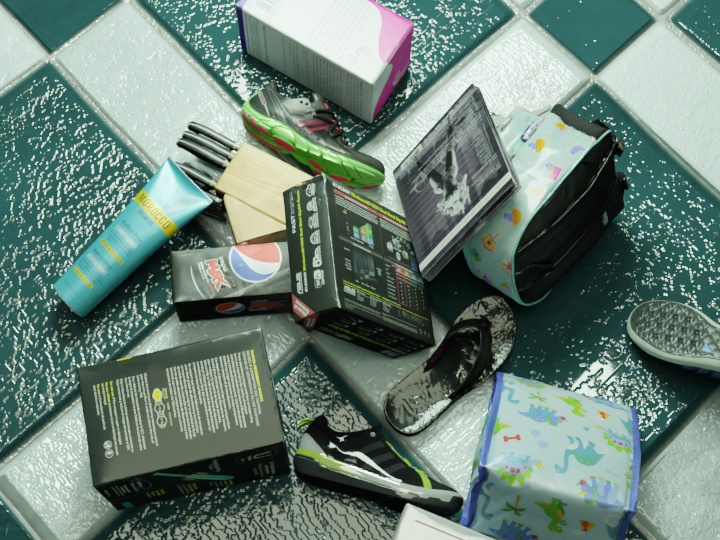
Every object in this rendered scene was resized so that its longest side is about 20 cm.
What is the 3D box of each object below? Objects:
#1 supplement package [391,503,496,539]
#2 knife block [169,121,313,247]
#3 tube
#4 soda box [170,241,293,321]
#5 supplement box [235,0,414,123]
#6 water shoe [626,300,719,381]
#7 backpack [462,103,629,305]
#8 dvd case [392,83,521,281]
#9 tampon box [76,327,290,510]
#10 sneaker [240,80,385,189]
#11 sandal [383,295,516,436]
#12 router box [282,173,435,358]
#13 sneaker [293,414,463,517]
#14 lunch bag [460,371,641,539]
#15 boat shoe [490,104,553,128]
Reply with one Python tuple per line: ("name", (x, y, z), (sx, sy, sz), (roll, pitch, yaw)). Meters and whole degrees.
("supplement package", (0.059, 0.361, 1.225), (0.112, 0.110, 0.202), (21, 69, 7))
("knife block", (-0.122, -0.109, 1.428), (0.197, 0.064, 0.178), (-16, 70, -6))
("tube", (-0.265, -0.034, 1.381), (0.077, 0.050, 0.200), (44, 87, 8))
("soda box", (-0.116, 0.011, 1.378), (0.196, 0.071, 0.064), (-5, 68, -4))
("supplement box", (-0.043, -0.288, 1.479), (0.198, 0.104, 0.102), (31, 70, 12))
("water shoe", (0.394, 0.098, 1.357), (0.198, 0.079, 0.072), (20, 64, 34))
("backpack", (0.195, -0.070, 1.364), (0.152, 0.176, 0.201), (26, 70, 27))
("dvd case", (0.103, -0.102, 1.342), (0.016, 0.149, 0.201), (29, 28, -29))
("tampon box", (-0.183, 0.160, 1.277), (0.196, 0.150, 0.128), (-12, 70, -6))
("sneaker", (-0.050, -0.167, 1.446), (0.198, 0.077, 0.084), (32, 75, 10))
("sandal", (0.108, 0.106, 1.358), (0.075, 0.048, 0.200), (40, 74, 14))
("router box", (0.000, 0.000, 1.319), (0.061, 0.199, 0.152), (-19, 65, 30))
("sneaker", (0.022, 0.206, 1.305), (0.197, 0.072, 0.084), (16, 68, 5))
("lunch bag", (0.208, 0.199, 1.286), (0.167, 0.129, 0.201), (16, 40, 5))
("boat shoe", (0.159, -0.157, 1.453), (0.198, 0.072, 0.066), (-31, 74, -5))
